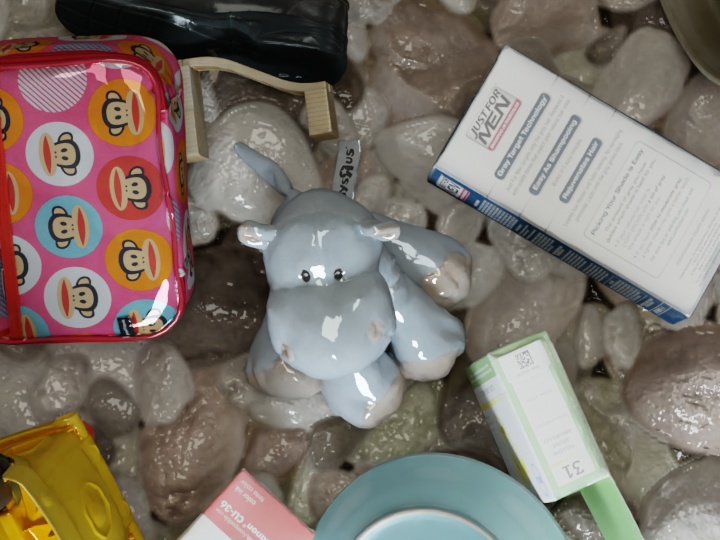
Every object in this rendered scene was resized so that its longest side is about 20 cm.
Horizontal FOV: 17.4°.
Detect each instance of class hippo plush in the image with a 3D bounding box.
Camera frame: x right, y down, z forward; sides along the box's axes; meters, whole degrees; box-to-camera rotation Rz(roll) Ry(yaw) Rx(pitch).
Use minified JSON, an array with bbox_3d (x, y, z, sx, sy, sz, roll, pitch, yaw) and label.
[{"bbox_3d":[0.000,0.000,1.531,0.159,0.161,0.200,-2,84,-3],"label":"hippo plush"}]

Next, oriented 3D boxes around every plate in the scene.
[{"bbox_3d":[0.049,0.219,1.531,0.200,0.026,0.200,3,97,23],"label":"plate"}]

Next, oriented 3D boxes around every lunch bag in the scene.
[{"bbox_3d":[-0.201,-0.053,1.536,0.176,0.082,0.200,-2,108,7],"label":"lunch bag"}]

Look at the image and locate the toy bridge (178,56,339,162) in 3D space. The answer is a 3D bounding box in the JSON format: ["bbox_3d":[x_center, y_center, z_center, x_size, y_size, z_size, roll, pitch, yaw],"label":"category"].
[{"bbox_3d":[-0.116,-0.106,1.577,0.200,0.027,0.067,-8,84,13],"label":"toy bridge"}]

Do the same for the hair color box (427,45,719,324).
[{"bbox_3d":[0.156,-0.057,1.598,0.200,0.061,0.100,31,82,0],"label":"hair color box"}]

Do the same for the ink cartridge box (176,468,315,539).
[{"bbox_3d":[-0.120,0.223,1.520,0.067,0.116,0.200,41,82,2],"label":"ink cartridge box"}]

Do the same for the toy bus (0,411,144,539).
[{"bbox_3d":[-0.242,0.169,1.507,0.200,0.192,0.136,-20,109,21],"label":"toy bus"}]

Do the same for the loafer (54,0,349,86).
[{"bbox_3d":[-0.105,-0.176,1.600,0.200,0.073,0.072,11,61,-6],"label":"loafer"}]

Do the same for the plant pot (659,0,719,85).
[{"bbox_3d":[0.301,-0.237,1.565,0.173,0.200,0.200,-16,84,-11],"label":"plant pot"}]

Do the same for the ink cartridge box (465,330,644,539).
[{"bbox_3d":[0.135,0.141,1.531,0.048,0.146,0.200,-23,85,-6],"label":"ink cartridge box"}]
